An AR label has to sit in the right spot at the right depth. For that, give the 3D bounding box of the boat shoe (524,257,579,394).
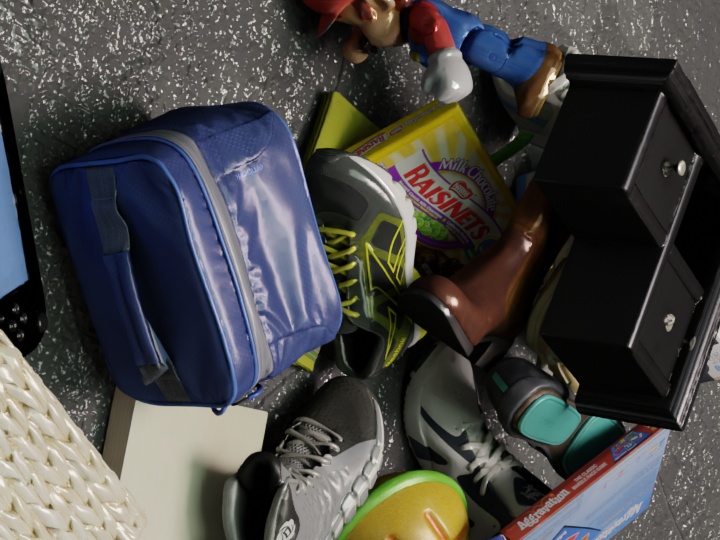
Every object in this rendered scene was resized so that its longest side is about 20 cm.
[{"bbox_3d":[0.175,0.059,1.523,0.073,0.063,0.201,-54,157,-24],"label":"boat shoe"}]

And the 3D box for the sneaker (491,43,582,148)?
[{"bbox_3d":[0.184,-0.134,1.538,0.077,0.200,0.081,-54,129,-18],"label":"sneaker"}]

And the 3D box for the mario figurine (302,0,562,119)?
[{"bbox_3d":[0.043,-0.165,1.415,0.199,0.123,0.106,26,71,-1],"label":"mario figurine"}]

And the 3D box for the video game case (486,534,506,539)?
[{"bbox_3d":[0.045,0.284,1.407,0.181,0.199,0.046,56,13,-52],"label":"video game case"}]

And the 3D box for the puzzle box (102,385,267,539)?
[{"bbox_3d":[-0.136,0.186,1.337,0.133,0.025,0.201,18,80,-48],"label":"puzzle box"}]

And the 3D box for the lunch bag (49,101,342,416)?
[{"bbox_3d":[-0.113,0.000,1.254,0.132,0.136,0.201,-29,108,-42],"label":"lunch bag"}]

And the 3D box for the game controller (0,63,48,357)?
[{"bbox_3d":[-0.234,-0.038,1.172,0.104,0.042,0.201,-67,149,-74],"label":"game controller"}]

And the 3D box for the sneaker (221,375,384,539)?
[{"bbox_3d":[-0.043,0.142,1.364,0.116,0.075,0.201,67,37,-52],"label":"sneaker"}]

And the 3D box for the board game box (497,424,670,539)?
[{"bbox_3d":[0.170,0.194,1.493,0.200,0.019,0.103,-31,142,-37],"label":"board game box"}]

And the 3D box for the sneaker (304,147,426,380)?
[{"bbox_3d":[0.000,0.000,1.408,0.085,0.074,0.200,-54,137,-35],"label":"sneaker"}]

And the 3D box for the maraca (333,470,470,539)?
[{"bbox_3d":[0.010,0.239,1.453,0.137,0.107,0.200,24,101,-42],"label":"maraca"}]

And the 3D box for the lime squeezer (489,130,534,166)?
[{"bbox_3d":[0.096,-0.051,1.550,0.200,0.070,0.038,94,3,-48],"label":"lime squeezer"}]

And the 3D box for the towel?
[{"bbox_3d":[-0.033,-0.029,1.441,0.086,0.018,0.201,38,65,-50],"label":"towel"}]

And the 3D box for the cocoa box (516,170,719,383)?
[{"bbox_3d":[0.233,0.002,1.633,0.200,0.131,0.134,42,41,-42],"label":"cocoa box"}]

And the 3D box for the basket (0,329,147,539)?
[{"bbox_3d":[-0.239,0.133,1.136,0.124,0.135,0.200,-56,131,-34],"label":"basket"}]

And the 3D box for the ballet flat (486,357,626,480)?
[{"bbox_3d":[0.156,0.118,1.518,0.200,0.073,0.073,36,67,-52],"label":"ballet flat"}]

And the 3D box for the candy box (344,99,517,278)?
[{"bbox_3d":[0.069,-0.045,1.488,0.102,0.026,0.200,-31,132,5],"label":"candy box"}]

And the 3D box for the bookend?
[{"bbox_3d":[0.195,-0.020,1.395,0.200,0.092,0.199,49,57,-47],"label":"bookend"}]

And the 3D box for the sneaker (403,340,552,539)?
[{"bbox_3d":[0.108,0.158,1.531,0.079,0.129,0.200,-8,100,-49],"label":"sneaker"}]

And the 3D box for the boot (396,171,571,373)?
[{"bbox_3d":[0.121,-0.027,1.424,0.200,0.068,0.188,-56,151,-1],"label":"boot"}]
